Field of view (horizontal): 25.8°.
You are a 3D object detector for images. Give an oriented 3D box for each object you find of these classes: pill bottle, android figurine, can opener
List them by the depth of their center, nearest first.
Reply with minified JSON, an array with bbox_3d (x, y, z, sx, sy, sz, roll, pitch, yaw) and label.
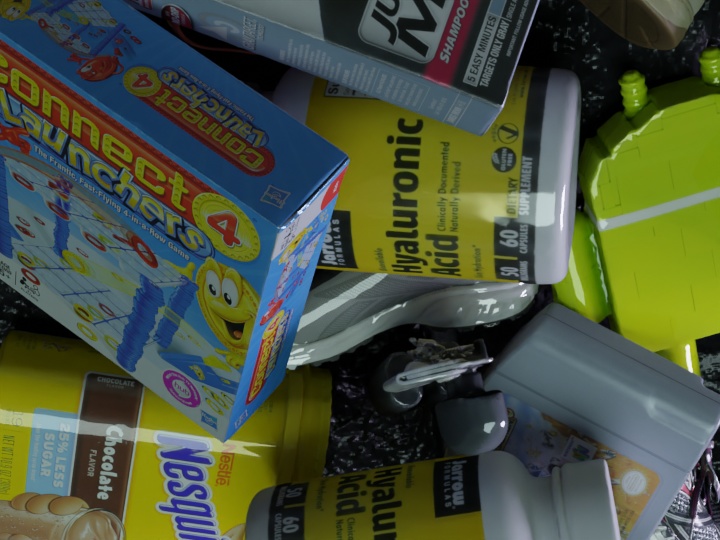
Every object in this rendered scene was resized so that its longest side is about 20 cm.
[{"bbox_3d":[0.012,-0.054,0.818,0.198,0.112,0.112,4,129,11],"label":"pill bottle"},{"bbox_3d":[0.044,0.161,0.870,0.198,0.112,0.112,-10,128,8],"label":"pill bottle"},{"bbox_3d":[0.191,-0.026,0.884,0.181,0.041,0.201,-18,116,1],"label":"android figurine"},{"bbox_3d":[0.037,0.070,0.884,0.052,0.200,0.067,-11,87,-7],"label":"can opener"}]

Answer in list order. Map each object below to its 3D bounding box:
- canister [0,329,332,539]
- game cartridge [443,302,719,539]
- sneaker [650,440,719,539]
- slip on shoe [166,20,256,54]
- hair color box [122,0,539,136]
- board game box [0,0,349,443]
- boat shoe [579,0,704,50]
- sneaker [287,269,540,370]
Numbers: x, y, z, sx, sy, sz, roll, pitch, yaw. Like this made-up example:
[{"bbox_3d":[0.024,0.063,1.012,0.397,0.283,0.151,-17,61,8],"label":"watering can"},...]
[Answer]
[{"bbox_3d":[-0.128,0.116,0.969,0.198,0.087,0.149,9,127,-7],"label":"canister"},{"bbox_3d":[0.118,0.117,0.931,0.132,0.042,0.201,24,131,6],"label":"game cartridge"},{"bbox_3d":[0.196,0.125,0.991,0.074,0.081,0.200,-33,121,18],"label":"sneaker"},{"bbox_3d":[-0.007,-0.137,0.794,0.198,0.061,0.074,1,126,-5],"label":"slip on shoe"},{"bbox_3d":[-0.015,-0.148,0.731,0.199,0.061,0.100,20,81,-1],"label":"hair color box"},{"bbox_3d":[-0.116,-0.035,0.779,0.199,0.056,0.196,34,145,11],"label":"board game box"},{"bbox_3d":[0.099,-0.193,0.759,0.200,0.071,0.065,40,82,-27],"label":"boat shoe"},{"bbox_3d":[0.000,0.000,0.900,0.199,0.074,0.080,-14,118,1],"label":"sneaker"}]
